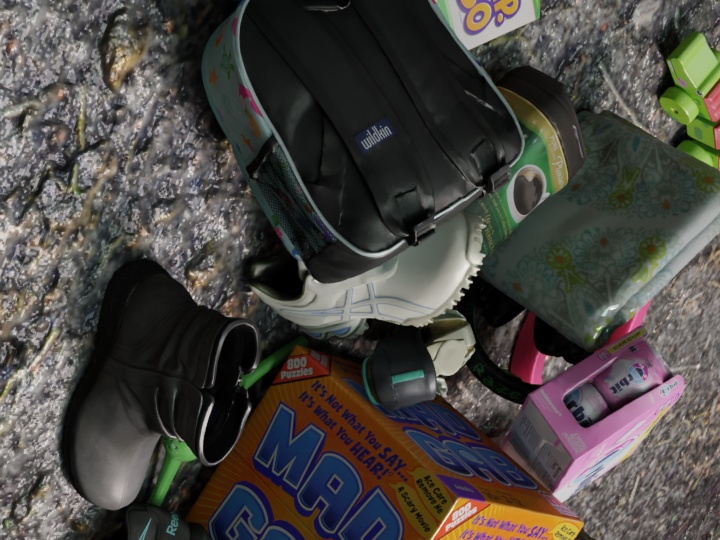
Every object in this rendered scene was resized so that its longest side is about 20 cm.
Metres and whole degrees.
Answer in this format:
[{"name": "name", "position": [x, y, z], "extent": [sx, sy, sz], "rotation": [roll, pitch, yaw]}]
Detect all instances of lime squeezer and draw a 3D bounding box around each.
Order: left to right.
[{"name": "lime squeezer", "position": [-0.112, 0.118, 1.207], "extent": [0.200, 0.038, 0.071], "rotation": [-50, 140, -11]}]

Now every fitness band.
[{"name": "fitness band", "position": [0.215, 0.050, 1.497], "extent": [0.143, 0.037, 0.202], "rotation": [9, 107, -48]}]

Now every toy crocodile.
[{"name": "toy crocodile", "position": [0.332, -0.145, 1.469], "extent": [0.068, 0.062, 0.201], "rotation": [-45, 138, -15]}]

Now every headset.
[{"name": "headset", "position": [0.160, 0.023, 1.362], "extent": [0.094, 0.123, 0.201], "rotation": [-56, -174, 50]}]

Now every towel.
[{"name": "towel", "position": [0.195, -0.042, 1.312], "extent": [0.200, 0.171, 0.048], "rotation": [-42, 141, -17]}]

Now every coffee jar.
[{"name": "coffee jar", "position": [0.094, -0.069, 1.257], "extent": [0.200, 0.085, 0.105], "rotation": [-43, 142, -15]}]

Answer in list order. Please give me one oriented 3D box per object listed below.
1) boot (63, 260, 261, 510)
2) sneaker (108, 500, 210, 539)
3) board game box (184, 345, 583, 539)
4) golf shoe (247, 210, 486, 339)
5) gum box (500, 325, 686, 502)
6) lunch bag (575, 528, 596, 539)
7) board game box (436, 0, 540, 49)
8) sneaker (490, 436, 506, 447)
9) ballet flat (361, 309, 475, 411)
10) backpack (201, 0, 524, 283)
[{"name": "boot", "position": [-0.141, 0.105, 1.095], "extent": [0.069, 0.131, 0.202], "rotation": [-10, 121, -42]}, {"name": "sneaker", "position": [-0.201, 0.263, 1.200], "extent": [0.079, 0.075, 0.201], "rotation": [35, 92, -24]}, {"name": "board game box", "position": [0.013, 0.213, 1.249], "extent": [0.199, 0.200, 0.201], "rotation": [21, 106, -52]}, {"name": "golf shoe", "position": [0.000, 0.000, 1.142], "extent": [0.097, 0.199, 0.079], "rotation": [22, 57, -40]}, {"name": "gum box", "position": [0.187, 0.128, 1.293], "extent": [0.113, 0.066, 0.200], "rotation": [-31, 162, -16]}, {"name": "lunch bag", "position": [0.144, 0.344, 1.557], "extent": [0.163, 0.117, 0.201], "rotation": [12, 112, -48]}, {"name": "board game box", "position": [0.074, -0.214, 1.192], "extent": [0.199, 0.030, 0.096], "rotation": [-30, 134, -33]}, {"name": "sneaker", "position": [0.101, 0.233, 1.468], "extent": [0.199, 0.075, 0.105], "rotation": [-22, 125, -26]}, {"name": "ballet flat", "position": [0.057, 0.067, 1.252], "extent": [0.200, 0.073, 0.074], "rotation": [-34, 146, -73]}, {"name": "backpack", "position": [-0.009, -0.113, 1.061], "extent": [0.177, 0.150, 0.201], "rotation": [-34, 96, -26]}]
